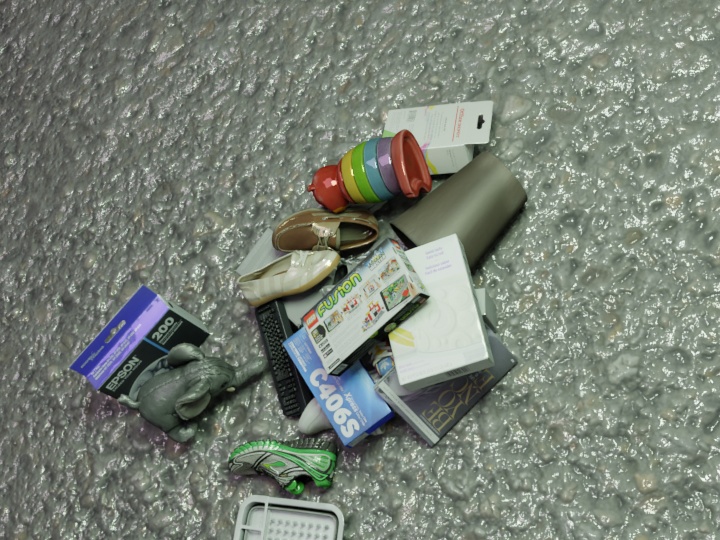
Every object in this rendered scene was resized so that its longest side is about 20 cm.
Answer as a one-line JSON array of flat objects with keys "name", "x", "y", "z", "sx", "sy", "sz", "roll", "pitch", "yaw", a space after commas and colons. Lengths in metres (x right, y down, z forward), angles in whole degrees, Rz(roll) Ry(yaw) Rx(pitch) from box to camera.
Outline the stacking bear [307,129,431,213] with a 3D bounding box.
[{"name": "stacking bear", "x": 0.006, "y": -0.159, "z": 1.559, "sx": 0.196, "sy": 0.121, "sz": 0.116, "roll": -15, "pitch": 95, "yaw": 25}]

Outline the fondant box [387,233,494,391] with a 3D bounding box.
[{"name": "fondant box", "x": 0.110, "y": 0.065, "z": 1.390, "sx": 0.141, "sy": 0.058, "sz": 0.204, "roll": -18, "pitch": 67, "yaw": 14}]

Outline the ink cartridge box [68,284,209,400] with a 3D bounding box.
[{"name": "ink cartridge box", "x": -0.394, "y": 0.144, "z": 1.647, "sx": 0.199, "sy": 0.200, "sz": 0.043, "roll": -49, "pitch": 56, "yaw": -1}]

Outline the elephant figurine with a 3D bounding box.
[{"name": "elephant figurine", "x": -0.290, "y": 0.194, "z": 1.593, "sx": 0.142, "sy": 0.155, "sz": 0.199, "roll": 48, "pitch": 118, "yaw": -2}]

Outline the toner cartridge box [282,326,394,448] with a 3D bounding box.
[{"name": "toner cartridge box", "x": -0.036, "y": 0.176, "z": 1.480, "sx": 0.094, "sy": 0.043, "sz": 0.202, "roll": -35, "pitch": 71, "yaw": 0}]

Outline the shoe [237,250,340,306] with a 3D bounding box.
[{"name": "shoe", "x": -0.125, "y": 0.006, "z": 1.553, "sx": 0.197, "sy": 0.054, "sz": 0.070, "roll": -22, "pitch": 28, "yaw": 23}]

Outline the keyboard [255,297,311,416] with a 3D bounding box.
[{"name": "keyboard", "x": -0.122, "y": 0.146, "z": 1.569, "sx": 0.126, "sy": 0.020, "sz": 0.204, "roll": -24, "pitch": 80, "yaw": 40}]

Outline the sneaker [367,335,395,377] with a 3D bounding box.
[{"name": "sneaker", "x": 0.038, "y": 0.115, "z": 1.458, "sx": 0.075, "sy": 0.199, "sz": 0.091, "roll": -35, "pitch": 24, "yaw": 37}]

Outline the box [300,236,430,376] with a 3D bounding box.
[{"name": "box", "x": 0.004, "y": 0.057, "z": 1.390, "sx": 0.199, "sy": 0.034, "sz": 0.111, "roll": -42, "pitch": 59, "yaw": 20}]

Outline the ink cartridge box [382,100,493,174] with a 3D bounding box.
[{"name": "ink cartridge box", "x": 0.141, "y": -0.233, "z": 1.615, "sx": 0.195, "sy": 0.068, "sz": 0.119, "roll": -2, "pitch": 49, "yaw": 19}]

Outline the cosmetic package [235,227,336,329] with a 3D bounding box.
[{"name": "cosmetic package", "x": -0.119, "y": 0.026, "z": 1.641, "sx": 0.199, "sy": 0.090, "sz": 0.107, "roll": 40, "pitch": 89, "yaw": 28}]

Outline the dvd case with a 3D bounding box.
[{"name": "dvd case", "x": 0.137, "y": 0.164, "z": 1.445, "sx": 0.200, "sy": 0.149, "sz": 0.016, "roll": -44, "pitch": 21, "yaw": 2}]

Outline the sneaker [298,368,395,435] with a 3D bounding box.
[{"name": "sneaker", "x": -0.014, "y": 0.236, "z": 1.511, "sx": 0.197, "sy": 0.075, "sz": 0.101, "roll": -27, "pitch": 60, "yaw": 12}]

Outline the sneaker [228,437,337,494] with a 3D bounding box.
[{"name": "sneaker", "x": -0.136, "y": 0.330, "z": 1.527, "sx": 0.196, "sy": 0.078, "sz": 0.087, "roll": -6, "pitch": 67, "yaw": 21}]

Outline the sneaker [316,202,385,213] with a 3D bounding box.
[{"name": "sneaker", "x": -0.009, "y": -0.142, "z": 1.660, "sx": 0.200, "sy": 0.081, "sz": 0.076, "roll": -48, "pitch": 56, "yaw": -5}]

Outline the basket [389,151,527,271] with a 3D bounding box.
[{"name": "basket", "x": 0.174, "y": -0.089, "z": 1.530, "sx": 0.200, "sy": 0.136, "sz": 0.180, "roll": -43, "pitch": 46, "yaw": -2}]

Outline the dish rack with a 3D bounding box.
[{"name": "dish rack", "x": -0.117, "y": 0.465, "z": 1.484, "sx": 0.196, "sy": 0.044, "sz": 0.176, "roll": -1, "pitch": 69, "yaw": 24}]

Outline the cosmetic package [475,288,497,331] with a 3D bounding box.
[{"name": "cosmetic package", "x": 0.123, "y": 0.074, "z": 1.513, "sx": 0.196, "sy": 0.083, "sz": 0.052, "roll": -7, "pitch": 67, "yaw": 21}]

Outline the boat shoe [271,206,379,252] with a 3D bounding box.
[{"name": "boat shoe", "x": -0.058, "y": -0.067, "z": 1.594, "sx": 0.196, "sy": 0.077, "sz": 0.072, "roll": -13, "pitch": 30, "yaw": -17}]

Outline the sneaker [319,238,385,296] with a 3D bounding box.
[{"name": "sneaker", "x": 0.000, "y": 0.000, "z": 1.556, "sx": 0.074, "sy": 0.082, "sz": 0.201, "roll": -27, "pitch": 20, "yaw": 42}]
